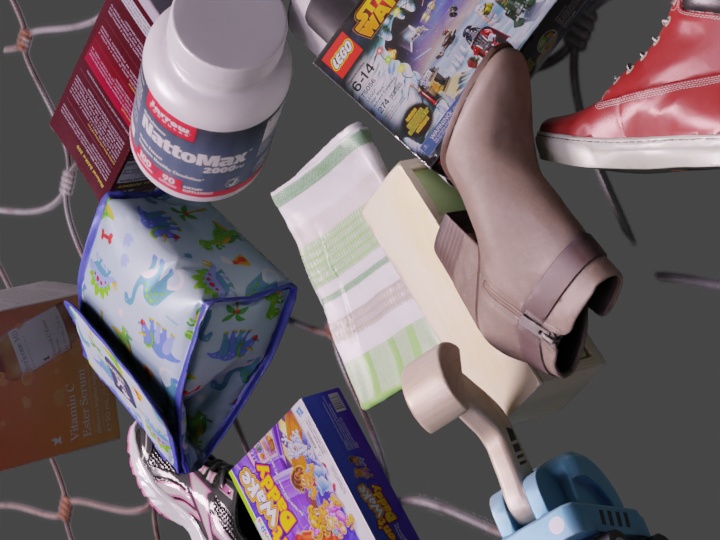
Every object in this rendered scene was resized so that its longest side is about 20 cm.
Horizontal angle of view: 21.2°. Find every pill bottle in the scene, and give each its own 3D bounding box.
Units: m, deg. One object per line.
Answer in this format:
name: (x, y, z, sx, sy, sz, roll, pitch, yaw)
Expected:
pill bottle: (-0.117, -0.149, 1.524, 0.120, 0.119, 0.200, 62, 159, 17)

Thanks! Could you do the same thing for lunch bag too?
lunch bag: (-0.168, 0.051, 1.671, 0.170, 0.127, 0.201, 46, 130, 33)

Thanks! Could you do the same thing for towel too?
towel: (0.000, 0.000, 1.529, 0.149, 0.031, 0.201, -37, 71, 57)

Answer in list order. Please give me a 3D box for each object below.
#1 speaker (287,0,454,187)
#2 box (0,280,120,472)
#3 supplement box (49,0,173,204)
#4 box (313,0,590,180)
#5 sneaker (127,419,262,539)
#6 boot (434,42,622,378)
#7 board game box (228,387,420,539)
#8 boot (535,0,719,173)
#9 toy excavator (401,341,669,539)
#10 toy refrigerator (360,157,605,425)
speaker: (0.034, -0.150, 1.433, 0.200, 0.081, 0.082, 47, 130, 30)
box: (-0.343, 0.104, 1.825, 0.106, 0.199, 0.154, 6, 105, 47)
supplement box: (-0.198, -0.164, 1.700, 0.109, 0.061, 0.200, 55, 133, 24)
box: (0.074, -0.183, 1.346, 0.137, 0.040, 0.200, 43, 101, 32)
sneaker: (-0.126, 0.199, 1.715, 0.086, 0.080, 0.200, -45, 73, 30)
boot: (0.118, -0.032, 1.290, 0.146, 0.070, 0.201, 42, 137, 35)
board game box: (-0.021, 0.220, 1.611, 0.135, 0.045, 0.201, -47, 65, 43)
boot: (0.196, -0.137, 1.271, 0.199, 0.072, 0.146, -1, 91, 49)
toy excavator: (0.118, 0.156, 1.343, 0.100, 0.194, 0.201, -35, 62, 25)
toy refrigerator: (0.090, 0.009, 1.413, 0.201, 0.076, 0.070, 59, 135, 20)
